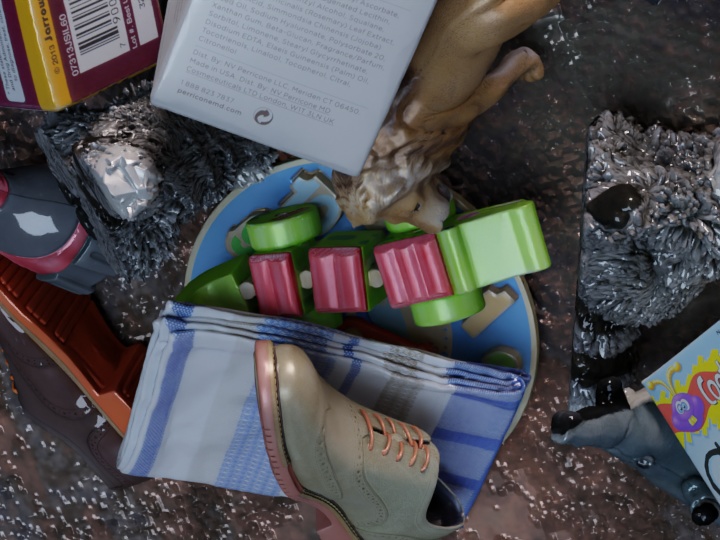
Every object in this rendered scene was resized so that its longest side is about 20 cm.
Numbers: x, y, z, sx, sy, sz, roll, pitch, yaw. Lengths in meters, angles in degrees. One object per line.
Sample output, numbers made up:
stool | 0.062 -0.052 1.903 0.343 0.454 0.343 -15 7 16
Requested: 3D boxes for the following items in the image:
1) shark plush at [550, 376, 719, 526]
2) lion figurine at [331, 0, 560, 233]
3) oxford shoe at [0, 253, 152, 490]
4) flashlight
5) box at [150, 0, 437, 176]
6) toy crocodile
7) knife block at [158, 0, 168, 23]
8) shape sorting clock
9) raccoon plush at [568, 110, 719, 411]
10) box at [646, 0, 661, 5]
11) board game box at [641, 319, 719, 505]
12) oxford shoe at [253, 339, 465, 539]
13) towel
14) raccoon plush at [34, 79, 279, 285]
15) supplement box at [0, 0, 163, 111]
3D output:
shark plush | 0.170 0.092 1.428 0.091 0.200 0.083 -30 56 17
lion figurine | 0.050 -0.108 1.386 0.072 0.122 0.200 39 141 17
oxford shoe | -0.179 0.042 1.579 0.073 0.071 0.200 -37 98 31
flashlight | -0.210 -0.047 1.491 0.200 0.068 0.068 25 109 -41
box | -0.012 -0.174 1.335 0.106 0.152 0.200 20 117 -9
toy crocodile | 0.000 0.000 1.472 0.200 0.062 0.068 -8 103 21
knife block | -0.114 -0.215 1.456 0.200 0.064 0.176 44 116 -5
shape sorting clock | -0.002 0.031 1.538 0.200 0.039 0.200 6 112 14
raccoon plush | 0.178 -0.009 1.454 0.134 0.097 0.200 4 138 3
box | 0.130 -0.253 1.382 0.160 0.044 0.200 32 116 2
board game box | 0.247 0.100 1.376 0.105 0.103 0.200 -44 72 44
oxford shoe | -0.002 0.086 1.445 0.074 0.071 0.200 -12 151 13
towel | -0.023 0.081 1.507 0.200 0.024 0.147 11 140 -9
raccoon plush | -0.076 -0.060 1.439 0.134 0.200 0.097 -31 108 -11
supplement box | -0.203 -0.150 1.457 0.200 0.086 0.110 8 117 41
